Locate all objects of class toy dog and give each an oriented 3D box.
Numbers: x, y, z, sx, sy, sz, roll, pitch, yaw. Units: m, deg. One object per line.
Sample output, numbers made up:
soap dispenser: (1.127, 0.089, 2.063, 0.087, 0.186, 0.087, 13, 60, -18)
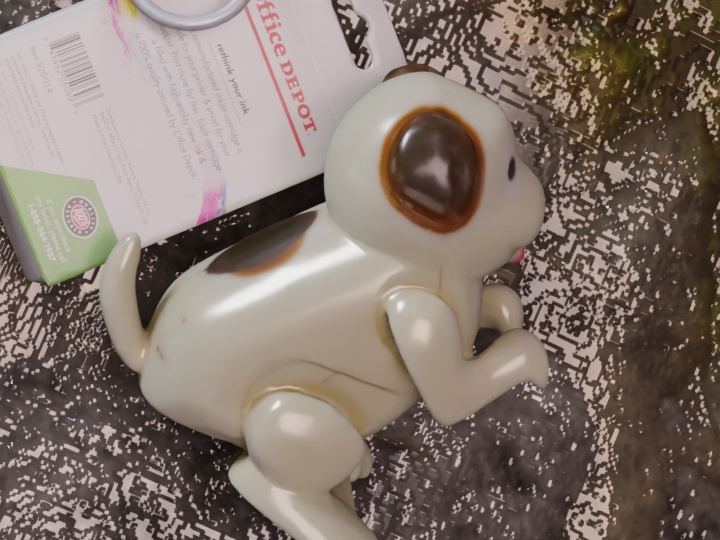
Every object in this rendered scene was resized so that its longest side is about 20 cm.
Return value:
toy dog: (0.000, 0.000, 1.362, 0.194, 0.140, 0.200, 37, 106, -6)

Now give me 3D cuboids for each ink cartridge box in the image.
ink cartridge box: (-0.083, -0.083, 1.405, 0.200, 0.067, 0.117, -22, 96, -13)

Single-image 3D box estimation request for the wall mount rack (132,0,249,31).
wall mount rack: (-0.128, -0.200, 1.354, 0.174, 0.075, 0.200, -20, 70, -12)
